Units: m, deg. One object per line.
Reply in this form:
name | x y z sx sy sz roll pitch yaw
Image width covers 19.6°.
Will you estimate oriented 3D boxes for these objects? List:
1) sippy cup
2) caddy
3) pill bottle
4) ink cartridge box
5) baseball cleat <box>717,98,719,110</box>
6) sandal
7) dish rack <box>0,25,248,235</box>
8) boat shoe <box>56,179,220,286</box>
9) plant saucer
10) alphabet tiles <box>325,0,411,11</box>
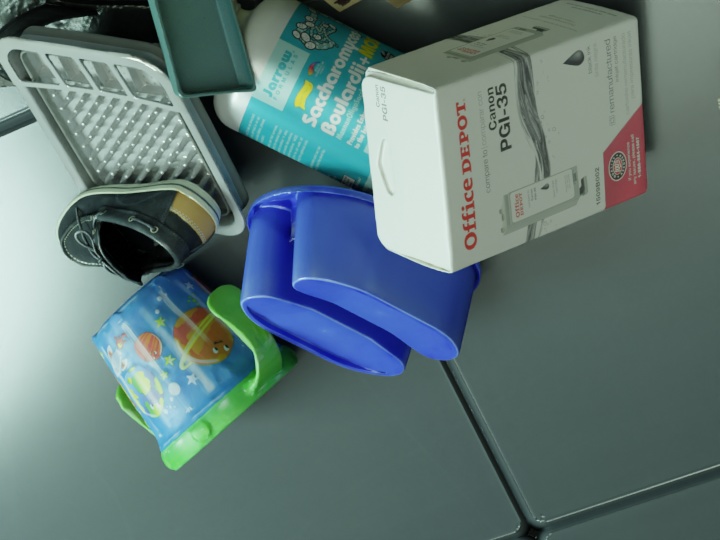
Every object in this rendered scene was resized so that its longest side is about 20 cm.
sippy cup | -0.143 0.071 1.702 0.178 0.140 0.130 -42 89 15
caddy | 0.000 0.000 1.622 0.200 0.105 0.141 29 150 -33
pill bottle | -0.035 -0.137 1.589 0.200 0.111 0.111 26 116 -1
ink cartridge box | 0.109 -0.100 1.529 0.083 0.200 0.147 23 127 48
baseball cleat | 0.310 -0.190 1.520 0.106 0.070 0.200 -3 114 13
sandal | -0.239 -0.181 1.645 0.200 0.048 0.075 -3 114 12
dish rack | -0.175 -0.115 1.612 0.172 0.044 0.200 11 145 31
boat shoe | -0.188 -0.026 1.655 0.075 0.062 0.200 46 150 -26
plant saucer | -0.133 -0.220 1.525 0.019 0.070 0.200 -23 80 50
alphabet tiles | 0.043 -0.254 1.515 0.200 0.166 0.006 -27 63 21
